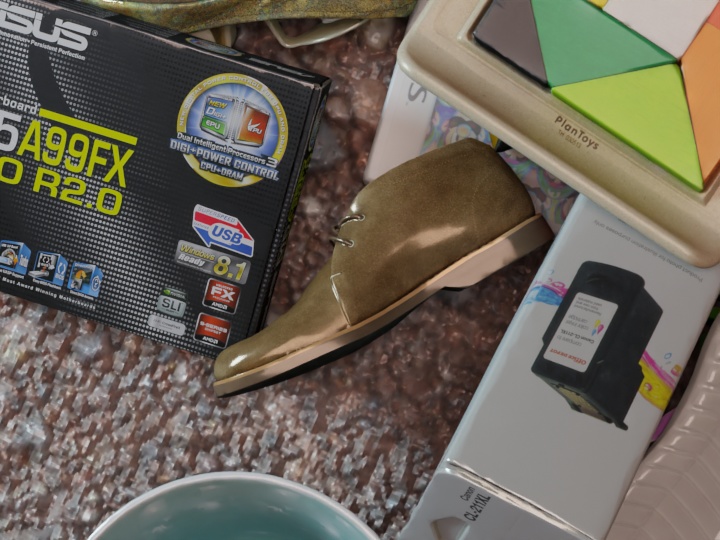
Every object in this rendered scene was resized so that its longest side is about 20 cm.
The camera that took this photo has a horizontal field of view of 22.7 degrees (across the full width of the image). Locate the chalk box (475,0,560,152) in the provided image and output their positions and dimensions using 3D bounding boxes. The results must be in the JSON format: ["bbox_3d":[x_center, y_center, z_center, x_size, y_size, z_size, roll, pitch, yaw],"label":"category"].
[{"bbox_3d":[0.151,-0.153,0.928,0.199,0.125,0.125,-16,85,0],"label":"chalk box"}]

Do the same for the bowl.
[{"bbox_3d":[-0.058,0.205,0.930,0.200,0.105,0.202,-1,84,6],"label":"bowl"}]

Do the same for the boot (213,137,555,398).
[{"bbox_3d":[0.000,0.000,0.951,0.199,0.074,0.076,-30,90,-10],"label":"boot"}]

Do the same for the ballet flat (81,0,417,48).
[{"bbox_3d":[-0.062,-0.151,0.988,0.199,0.071,0.071,-7,85,11],"label":"ballet flat"}]

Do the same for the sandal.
[{"bbox_3d":[0.174,0.101,0.923,0.082,0.050,0.203,34,86,-15],"label":"sandal"}]

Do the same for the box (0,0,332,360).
[{"bbox_3d":[-0.132,-0.054,0.968,0.199,0.044,0.161,18,104,3],"label":"box"}]

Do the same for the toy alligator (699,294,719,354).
[{"bbox_3d":[0.226,-0.011,0.974,0.054,0.059,0.201,17,84,44],"label":"toy alligator"}]

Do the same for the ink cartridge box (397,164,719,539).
[{"bbox_3d":[0.105,0.057,0.891,0.083,0.146,0.201,28,64,4],"label":"ink cartridge box"}]

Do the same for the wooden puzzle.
[{"bbox_3d":[0.143,-0.130,0.845,0.185,0.037,0.200,34,87,5],"label":"wooden puzzle"}]

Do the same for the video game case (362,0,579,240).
[{"bbox_3d":[0.121,-0.108,0.997,0.199,0.024,0.183,16,86,3],"label":"video game case"}]
